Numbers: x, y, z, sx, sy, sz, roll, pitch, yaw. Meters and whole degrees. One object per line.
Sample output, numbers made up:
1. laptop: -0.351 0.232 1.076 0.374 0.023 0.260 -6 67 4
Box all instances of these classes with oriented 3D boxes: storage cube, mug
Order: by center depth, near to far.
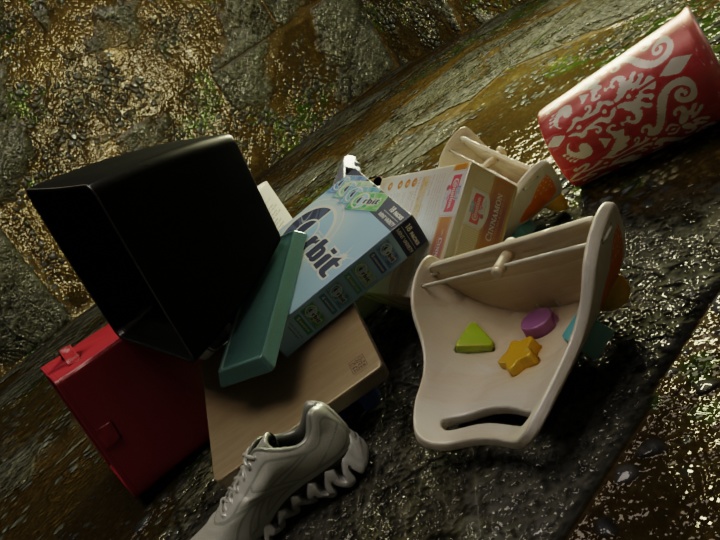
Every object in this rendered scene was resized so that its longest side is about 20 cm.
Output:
1. mug: 0.338 -0.187 0.821 0.198 0.176 0.135 -29 54 30
2. storage cube: -0.289 0.154 0.900 0.179 0.202 0.170 -36 16 -27

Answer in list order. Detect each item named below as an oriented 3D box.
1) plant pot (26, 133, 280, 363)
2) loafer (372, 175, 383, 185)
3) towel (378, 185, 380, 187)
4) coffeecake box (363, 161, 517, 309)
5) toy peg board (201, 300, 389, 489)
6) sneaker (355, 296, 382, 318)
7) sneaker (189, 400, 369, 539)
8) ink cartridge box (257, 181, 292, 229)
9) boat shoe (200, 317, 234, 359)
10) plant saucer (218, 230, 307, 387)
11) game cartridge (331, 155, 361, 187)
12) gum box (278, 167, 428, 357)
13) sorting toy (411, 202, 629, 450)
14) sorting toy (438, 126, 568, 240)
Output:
1. plant pot: -0.208 -0.044 0.746 0.198 0.202 0.177 6 37 48
2. loafer: 0.032 -0.108 1.204 0.071 0.063 0.201 -26 22 18
3. towel: 0.071 -0.099 1.016 0.130 0.035 0.200 0 17 -5
4. coffeecake box: 0.078 -0.033 0.802 0.199 0.072 0.156 4 75 63
5. toy peg board: -0.062 0.132 0.750 0.199 0.098 0.200 -35 33 3
6. sneaker: 0.001 0.001 0.953 0.199 0.078 0.111 -36 24 -20
7. sneaker: -0.090 0.197 0.613 0.199 0.082 0.075 -38 20 -7
8. ink cartridge box: -0.163 -0.023 1.115 0.144 0.201 0.085 -23 20 29
9. boat shoe: -0.166 0.045 0.843 0.063 0.071 0.200 -34 17 9
10. plant saucer: -0.105 0.032 0.728 0.069 0.019 0.202 -21 38 26
11. game cartridge: -0.032 -0.077 1.108 0.202 0.040 0.134 -93 17 -46
12. gum box: -0.042 -0.017 0.784 0.199 0.045 0.170 -40 33 -2
13. sorting toy: 0.119 0.063 0.551 0.199 0.107 0.181 -17 34 49
14. sorting toy: 0.145 -0.065 0.856 0.180 0.107 0.200 -48 29 4
